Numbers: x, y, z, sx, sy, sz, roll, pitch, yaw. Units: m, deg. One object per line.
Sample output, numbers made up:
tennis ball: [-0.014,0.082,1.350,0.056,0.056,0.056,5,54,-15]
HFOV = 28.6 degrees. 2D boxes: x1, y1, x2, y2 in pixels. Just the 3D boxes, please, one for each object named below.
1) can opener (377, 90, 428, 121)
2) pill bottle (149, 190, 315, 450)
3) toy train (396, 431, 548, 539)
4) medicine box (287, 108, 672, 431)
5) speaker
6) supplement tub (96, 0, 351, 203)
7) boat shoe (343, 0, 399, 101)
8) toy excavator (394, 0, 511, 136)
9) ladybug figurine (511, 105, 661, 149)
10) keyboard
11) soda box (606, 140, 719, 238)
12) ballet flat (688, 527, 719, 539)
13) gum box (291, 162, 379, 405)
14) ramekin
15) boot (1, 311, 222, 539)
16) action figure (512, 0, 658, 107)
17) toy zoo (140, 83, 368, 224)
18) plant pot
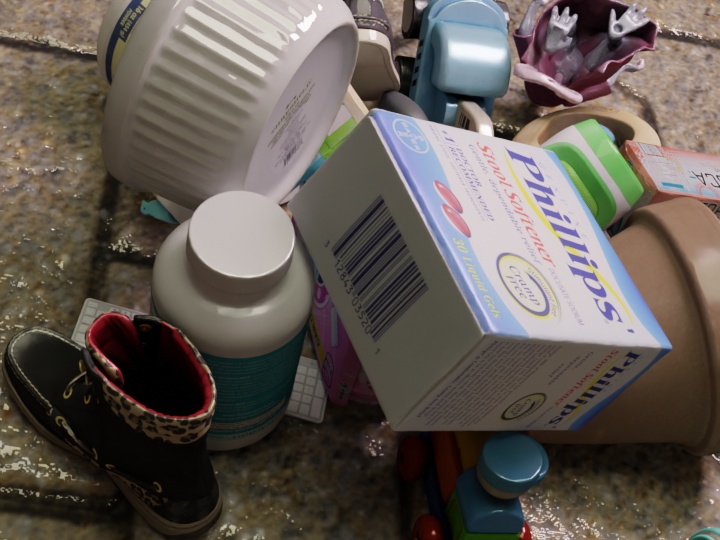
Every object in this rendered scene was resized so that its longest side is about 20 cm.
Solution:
can opener: [0.054,-0.078,1.250,0.053,0.067,0.201,-8,49,-26]
pill bottle: [-0.091,0.033,0.975,0.110,0.200,0.111,6,55,-8]
toy train: [0.080,0.111,1.029,0.084,0.116,0.201,5,45,-16]
medicine box: [0.080,0.005,0.945,0.199,0.103,0.183,6,48,-45]
speaker: [0.125,-0.035,1.137,0.199,0.088,0.089,-36,53,9]
supplement tub: [-0.115,-0.164,1.219,0.200,0.146,0.145,41,47,22]
boat shoe: [0.000,-0.200,1.269,0.072,0.200,0.063,-1,81,-1]
toy excavator: [0.096,-0.156,1.309,0.099,0.196,0.200,6,16,-15]
ladybug figurine: [0.206,-0.094,1.303,0.135,0.072,0.200,13,30,22]
keyboard: [-0.120,0.069,1.078,0.199,0.011,0.056,15,43,-4]
soda box: [0.295,-0.056,1.220,0.199,0.069,0.064,6,44,-33]
ballet flat: [0.303,0.265,0.994,0.070,0.067,0.201,3,45,-38]
gum box: [0.000,0.000,1.105,0.066,0.114,0.201,2,41,-19]
ramekin: [-0.084,-0.129,1.001,0.105,0.201,0.200,29,43,10]
boot: [-0.167,0.077,0.944,0.073,0.151,0.200,-36,67,-29]
action figure: [0.203,-0.189,1.350,0.133,0.200,0.150,28,74,-4]
toy zoo: [-0.101,-0.107,1.118,0.132,0.200,0.020,57,16,14]
plant pot: [0.195,0.060,1.096,0.173,0.201,0.201,-14,49,-7]
